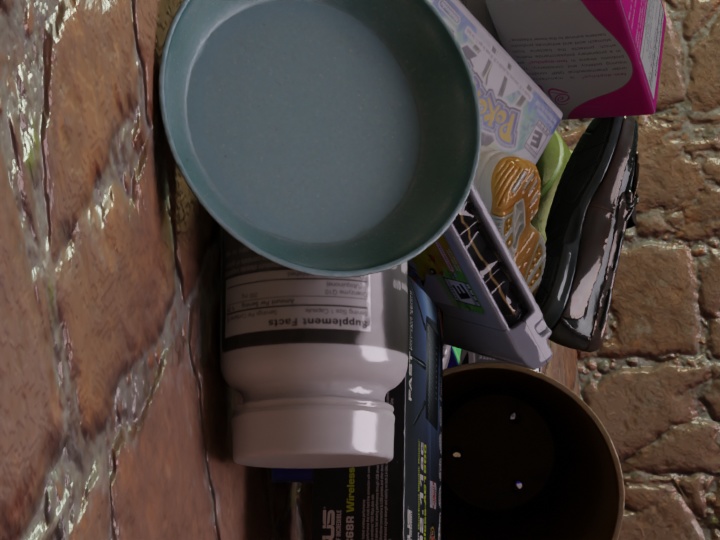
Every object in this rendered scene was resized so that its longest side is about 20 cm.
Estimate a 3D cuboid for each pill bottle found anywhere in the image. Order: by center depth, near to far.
[{"bbox_3d":[-0.028,0.015,1.333,0.114,0.114,0.200,44,45,-75],"label":"pill bottle"}]

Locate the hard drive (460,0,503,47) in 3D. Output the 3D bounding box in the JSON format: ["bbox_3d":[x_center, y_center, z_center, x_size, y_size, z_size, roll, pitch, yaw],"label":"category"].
[{"bbox_3d":[0.025,-0.188,1.600,0.200,0.027,0.132,-8,96,-42],"label":"hard drive"}]

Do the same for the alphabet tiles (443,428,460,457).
[{"bbox_3d":[0.027,0.150,1.678,0.200,0.006,0.167,49,58,-56],"label":"alphabet tiles"}]

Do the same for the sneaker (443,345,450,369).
[{"bbox_3d":[0.046,0.065,1.832,0.200,0.075,0.082,-79,162,-54],"label":"sneaker"}]

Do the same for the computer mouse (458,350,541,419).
[{"bbox_3d":[0.115,0.076,1.854,0.044,0.110,0.200,115,-19,-73],"label":"computer mouse"}]

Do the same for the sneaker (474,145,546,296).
[{"bbox_3d":[0.080,-0.023,1.590,0.076,0.088,0.200,-51,154,-33],"label":"sneaker"}]

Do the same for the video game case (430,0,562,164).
[{"bbox_3d":[0.049,-0.093,1.601,0.200,0.022,0.182,42,73,-42],"label":"video game case"}]

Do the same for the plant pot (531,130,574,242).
[{"bbox_3d":[0.065,-0.109,1.756,0.200,0.200,0.190,-80,152,-49],"label":"plant pot"}]

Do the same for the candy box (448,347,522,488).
[{"bbox_3d":[0.119,0.158,1.956,0.169,0.077,0.200,96,-20,-45],"label":"candy box"}]

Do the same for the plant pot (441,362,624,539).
[{"bbox_3d":[0.098,0.148,1.621,0.200,0.186,0.187,-36,123,-83],"label":"plant pot"}]

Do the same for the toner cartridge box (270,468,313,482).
[{"bbox_3d":[-0.037,0.034,1.477,0.095,0.043,0.200,-41,128,-78],"label":"toner cartridge box"}]

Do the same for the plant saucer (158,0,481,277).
[{"bbox_3d":[-0.027,-0.090,1.271,0.036,0.200,0.200,152,-58,-61],"label":"plant saucer"}]

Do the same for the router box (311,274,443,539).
[{"bbox_3d":[0.013,0.108,1.443,0.150,0.062,0.200,41,49,-75],"label":"router box"}]

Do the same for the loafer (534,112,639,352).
[{"bbox_3d":[0.178,-0.030,1.691,0.072,0.063,0.200,-29,-144,62],"label":"loafer"}]

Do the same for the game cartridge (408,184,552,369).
[{"bbox_3d":[0.046,-0.024,1.507,0.133,0.040,0.200,19,-37,59],"label":"game cartridge"}]

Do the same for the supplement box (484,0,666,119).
[{"bbox_3d":[0.156,-0.211,1.645,0.200,0.101,0.103,64,30,-49],"label":"supplement box"}]
